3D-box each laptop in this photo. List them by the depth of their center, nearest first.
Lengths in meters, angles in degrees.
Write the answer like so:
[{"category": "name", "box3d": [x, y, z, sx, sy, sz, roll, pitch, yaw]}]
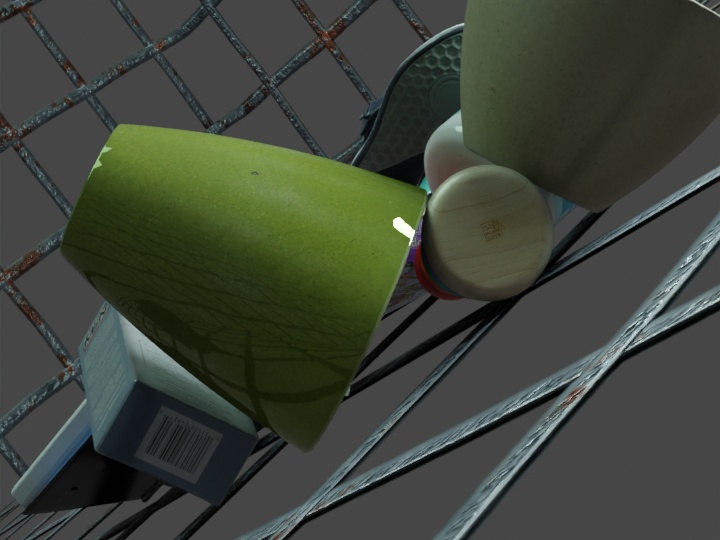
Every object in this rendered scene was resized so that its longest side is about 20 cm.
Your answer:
[{"category": "laptop", "box3d": [-0.184, 0.109, 1.455, 0.187, 0.115, 0.201, -45, 27, 34]}]

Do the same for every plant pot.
[{"category": "plant pot", "box3d": [-0.085, -0.009, 1.085, 0.187, 0.199, 0.188, -155, 90, -86]}]

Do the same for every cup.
[{"category": "cup", "box3d": [0.144, -0.124, 1.106, 0.144, 0.199, 0.200, -64, 1, 6]}]

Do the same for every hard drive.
[{"category": "hard drive", "box3d": [-0.219, 0.120, 1.459, 0.200, 0.027, 0.132, -46, -2, 43]}]

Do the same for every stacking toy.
[{"category": "stacking toy", "box3d": [0.075, -0.015, 1.144, 0.085, 0.086, 0.200, -38, -2, -6]}]

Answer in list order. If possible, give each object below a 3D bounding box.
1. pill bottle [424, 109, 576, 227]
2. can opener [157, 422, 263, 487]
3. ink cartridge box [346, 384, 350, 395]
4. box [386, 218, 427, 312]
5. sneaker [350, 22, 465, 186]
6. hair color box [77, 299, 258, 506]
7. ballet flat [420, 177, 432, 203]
[{"category": "pill bottle", "box3d": [0.148, -0.109, 1.259, 0.200, 0.111, 0.111, -40, 4, -29]}, {"category": "can opener", "box3d": [-0.088, 0.110, 1.365, 0.200, 0.078, 0.064, -37, -36, -33]}, {"category": "ink cartridge box", "box3d": [-0.044, 0.001, 1.279, 0.057, 0.164, 0.199, 2, 6, -41]}, {"category": "box", "box3d": [0.000, 0.000, 1.387, 0.136, 0.039, 0.200, -3, -12, -24]}, {"category": "sneaker", "box3d": [0.058, -0.139, 1.364, 0.203, 0.077, 0.146, -52, 5, 32]}, {"category": "hair color box", "box3d": [-0.144, 0.087, 1.223, 0.061, 0.098, 0.200, -59, 20, 10]}, {"category": "ballet flat", "box3d": [0.117, -0.071, 1.441, 0.199, 0.068, 0.070, -25, 31, -11]}]
